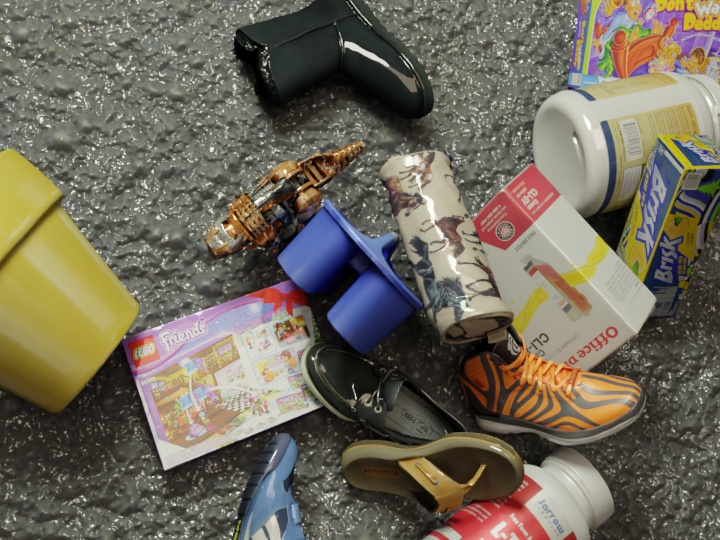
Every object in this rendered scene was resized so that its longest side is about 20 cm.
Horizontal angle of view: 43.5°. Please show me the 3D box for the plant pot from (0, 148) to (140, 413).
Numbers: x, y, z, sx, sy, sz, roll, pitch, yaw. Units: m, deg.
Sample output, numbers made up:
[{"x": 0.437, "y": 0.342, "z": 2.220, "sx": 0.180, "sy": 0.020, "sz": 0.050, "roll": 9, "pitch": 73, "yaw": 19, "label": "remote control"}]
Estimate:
[{"x": -0.317, "y": 0.024, "z": 0.845, "sx": 0.188, "sy": 0.200, "sz": 0.202, "roll": 40, "pitch": 69, "yaw": -14, "label": "plant pot"}]

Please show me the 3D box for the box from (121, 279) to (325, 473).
[{"x": -0.131, "y": 0.105, "z": 0.933, "sx": 0.197, "sy": 0.039, "sz": 0.139, "roll": -19, "pitch": 79, "yaw": -17, "label": "box"}]

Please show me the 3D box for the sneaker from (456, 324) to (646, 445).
[{"x": 0.179, "y": 0.109, "z": 0.908, "sx": 0.078, "sy": 0.197, "sz": 0.113, "roll": -53, "pitch": 124, "yaw": -43, "label": "sneaker"}]

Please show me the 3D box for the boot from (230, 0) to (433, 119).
[{"x": -0.034, "y": -0.222, "z": 1.030, "sx": 0.167, "sy": 0.077, "sz": 0.201, "roll": -32, "pitch": 76, "yaw": -23, "label": "boot"}]

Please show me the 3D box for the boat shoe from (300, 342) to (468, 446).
[{"x": 0.030, "y": 0.133, "z": 0.920, "sx": 0.199, "sy": 0.066, "sz": 0.075, "roll": 41, "pitch": 57, "yaw": -15, "label": "boat shoe"}]

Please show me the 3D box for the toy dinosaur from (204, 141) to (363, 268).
[{"x": -0.074, "y": -0.068, "z": 0.946, "sx": 0.196, "sy": 0.136, "sz": 0.104, "roll": -16, "pitch": 77, "yaw": -16, "label": "toy dinosaur"}]

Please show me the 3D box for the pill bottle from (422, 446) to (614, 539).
[{"x": 0.156, "y": 0.271, "z": 0.909, "sx": 0.198, "sy": 0.112, "sz": 0.113, "roll": -33, "pitch": 83, "yaw": -19, "label": "pill bottle"}]

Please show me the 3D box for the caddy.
[{"x": 0.000, "y": 0.000, "z": 0.913, "sx": 0.105, "sy": 0.200, "sz": 0.142, "roll": -42, "pitch": 85, "yaw": 2, "label": "caddy"}]

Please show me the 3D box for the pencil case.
[{"x": 0.087, "y": -0.022, "z": 0.902, "sx": 0.088, "sy": 0.077, "sz": 0.203, "roll": 5, "pitch": 58, "yaw": -46, "label": "pencil case"}]

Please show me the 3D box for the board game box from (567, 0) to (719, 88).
[{"x": 0.365, "y": -0.287, "z": 1.119, "sx": 0.196, "sy": 0.045, "sz": 0.137, "roll": 3, "pitch": 104, "yaw": -9, "label": "board game box"}]

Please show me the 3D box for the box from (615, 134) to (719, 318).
[{"x": 0.337, "y": -0.045, "z": 0.996, "sx": 0.063, "sy": 0.203, "sz": 0.071, "roll": -2, "pitch": 38, "yaw": -13, "label": "box"}]

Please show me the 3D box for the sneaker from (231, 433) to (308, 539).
[{"x": -0.083, "y": 0.263, "z": 0.882, "sx": 0.081, "sy": 0.074, "sz": 0.204, "roll": 14, "pitch": 78, "yaw": -10, "label": "sneaker"}]

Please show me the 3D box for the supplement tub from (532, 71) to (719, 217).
[{"x": 0.316, "y": -0.150, "z": 1.052, "sx": 0.196, "sy": 0.145, "sz": 0.147, "roll": -13, "pitch": 77, "yaw": -16, "label": "supplement tub"}]

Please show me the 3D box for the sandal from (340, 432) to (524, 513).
[{"x": 0.065, "y": 0.205, "z": 0.884, "sx": 0.196, "sy": 0.081, "sz": 0.054, "roll": -6, "pitch": 33, "yaw": 26, "label": "sandal"}]

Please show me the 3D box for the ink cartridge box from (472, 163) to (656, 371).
[{"x": 0.193, "y": 0.015, "z": 0.966, "sx": 0.200, "sy": 0.145, "sz": 0.083, "roll": 47, "pitch": 40, "yaw": 5, "label": "ink cartridge box"}]
